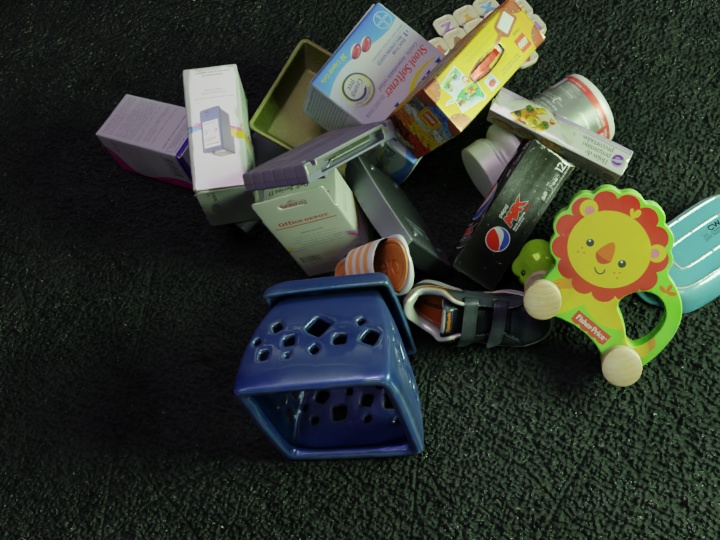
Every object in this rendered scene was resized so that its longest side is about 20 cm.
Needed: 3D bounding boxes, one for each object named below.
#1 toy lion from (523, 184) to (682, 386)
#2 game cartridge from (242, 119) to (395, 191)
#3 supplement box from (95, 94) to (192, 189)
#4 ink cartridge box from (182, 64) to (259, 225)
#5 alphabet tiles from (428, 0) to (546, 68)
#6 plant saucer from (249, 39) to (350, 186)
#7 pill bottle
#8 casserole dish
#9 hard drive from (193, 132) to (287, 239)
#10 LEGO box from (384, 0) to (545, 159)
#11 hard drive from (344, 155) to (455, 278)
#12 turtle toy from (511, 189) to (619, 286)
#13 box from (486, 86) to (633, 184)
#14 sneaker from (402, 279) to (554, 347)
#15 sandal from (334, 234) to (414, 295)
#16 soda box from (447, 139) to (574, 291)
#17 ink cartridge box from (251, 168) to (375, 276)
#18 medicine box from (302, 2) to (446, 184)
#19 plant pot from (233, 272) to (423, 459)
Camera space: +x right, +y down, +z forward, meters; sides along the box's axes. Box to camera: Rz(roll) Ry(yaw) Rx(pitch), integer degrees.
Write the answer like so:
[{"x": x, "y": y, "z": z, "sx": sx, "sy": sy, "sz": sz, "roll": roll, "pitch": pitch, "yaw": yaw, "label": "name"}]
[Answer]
[{"x": 0.303, "y": 0.007, "z": 0.959, "sx": 0.200, "sy": 0.069, "sz": 0.192, "roll": 40, "pitch": 110, "yaw": 3, "label": "toy lion"}, {"x": -0.056, "y": -0.159, "z": 1.113, "sx": 0.129, "sy": 0.039, "sz": 0.200, "roll": -7, "pitch": 20, "yaw": 43, "label": "game cartridge"}, {"x": -0.342, "y": -0.222, "z": 1.391, "sx": 0.198, "sy": 0.101, "sz": 0.104, "roll": 17, "pitch": 65, "yaw": 26, "label": "supplement box"}, {"x": -0.210, "y": -0.188, "z": 1.226, "sx": 0.086, "sy": 0.145, "sz": 0.202, "roll": -6, "pitch": 73, "yaw": -1, "label": "ink cartridge box"}, {"x": 0.211, "y": -0.398, "z": 1.372, "sx": 0.198, "sy": 0.015, "sz": 0.197, "roll": -25, "pitch": 55, "yaw": 2, "label": "alphabet tiles"}, {"x": -0.055, "y": -0.248, "z": 1.302, "sx": 0.199, "sy": 0.048, "sz": 0.201, "roll": 29, "pitch": 65, "yaw": -5, "label": "plant saucer"}, {"x": 0.256, "y": -0.186, "z": 1.163, "sx": 0.199, "sy": 0.114, "sz": 0.114, "roll": -33, "pitch": 55, "yaw": -3, "label": "pill bottle"}, {"x": 0.446, "y": -0.029, "z": 1.048, "sx": 0.199, "sy": 0.039, "sz": 0.121, "roll": -33, "pitch": 55, "yaw": -4, "label": "casserole dish"}, {"x": -0.164, "y": -0.159, "z": 1.335, "sx": 0.139, "sy": 0.033, "sz": 0.200, "roll": 32, "pitch": 73, "yaw": 32, "label": "hard drive"}, {"x": 0.144, "y": -0.268, "z": 1.130, "sx": 0.077, "sy": 0.149, "sz": 0.200, "roll": 45, "pitch": 72, "yaw": -10, "label": "LEGO box"}, {"x": 0.051, "y": -0.078, "z": 1.156, "sx": 0.042, "sy": 0.135, "sz": 0.201, "roll": -41, "pitch": 51, "yaw": 15, "label": "hard drive"}, {"x": 0.296, "y": -0.028, "z": 1.044, "sx": 0.199, "sy": 0.101, "sz": 0.147, "roll": -31, "pitch": 42, "yaw": 28, "label": "turtle toy"}, {"x": 0.267, "y": -0.183, "z": 1.083, "sx": 0.199, "sy": 0.041, "sz": 0.039, "roll": 29, "pitch": 82, "yaw": 8, "label": "box"}, {"x": 0.150, "y": 0.063, "z": 1.046, "sx": 0.198, "sy": 0.079, "sz": 0.079, "roll": 8, "pitch": 105, "yaw": 19, "label": "sneaker"}, {"x": 0.002, "y": 0.008, "z": 1.094, "sx": 0.059, "sy": 0.206, "sz": 0.080, "roll": -14, "pitch": 86, "yaw": -31, "label": "sandal"}, {"x": 0.200, "y": -0.077, "z": 1.085, "sx": 0.070, "sy": 0.063, "sz": 0.201, "roll": 32, "pitch": 96, "yaw": -6, "label": "soda box"}, {"x": -0.064, "y": -0.076, "z": 1.140, "sx": 0.116, "sy": 0.200, "sz": 0.068, "roll": -12, "pitch": 57, "yaw": 17, "label": "ink cartridge box"}, {"x": 0.044, "y": -0.273, "z": 1.245, "sx": 0.199, "sy": 0.103, "sz": 0.183, "roll": 37, "pitch": 73, "yaw": -1, "label": "medicine box"}, {"x": -0.027, "y": 0.118, "z": 1.021, "sx": 0.198, "sy": 0.201, "sz": 0.181, "roll": -6, "pitch": 51, "yaw": 15, "label": "plant pot"}]
